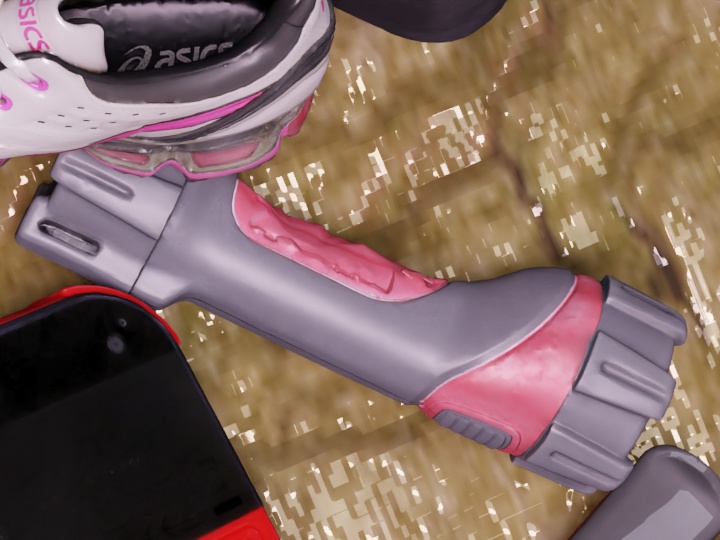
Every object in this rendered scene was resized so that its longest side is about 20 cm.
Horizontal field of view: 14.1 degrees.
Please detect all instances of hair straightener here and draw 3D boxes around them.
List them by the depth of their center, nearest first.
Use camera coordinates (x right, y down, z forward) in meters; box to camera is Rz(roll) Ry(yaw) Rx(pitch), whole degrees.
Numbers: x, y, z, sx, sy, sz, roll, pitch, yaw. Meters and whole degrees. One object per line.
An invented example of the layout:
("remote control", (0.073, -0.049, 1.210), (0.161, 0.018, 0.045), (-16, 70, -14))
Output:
("hair straightener", (0.039, 0.128, 0.890), (0.200, 0.077, 0.041), (-42, 83, -14))

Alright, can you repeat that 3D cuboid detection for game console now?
("game console", (-0.101, 0.106, 0.818), (0.200, 0.031, 0.177), (-24, 85, -39))

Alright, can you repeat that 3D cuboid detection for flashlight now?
("flashlight", (0.000, 0.000, 0.900), (0.200, 0.068, 0.068), (27, 112, -8))

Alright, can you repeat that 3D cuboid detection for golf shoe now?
("golf shoe", (-0.106, -0.061, 0.816), (0.200, 0.092, 0.073), (-11, 72, -13))

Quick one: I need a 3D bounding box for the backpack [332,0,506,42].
("backpack", (0.001, -0.183, 0.872), (0.177, 0.151, 0.200), (22, 82, -14))
